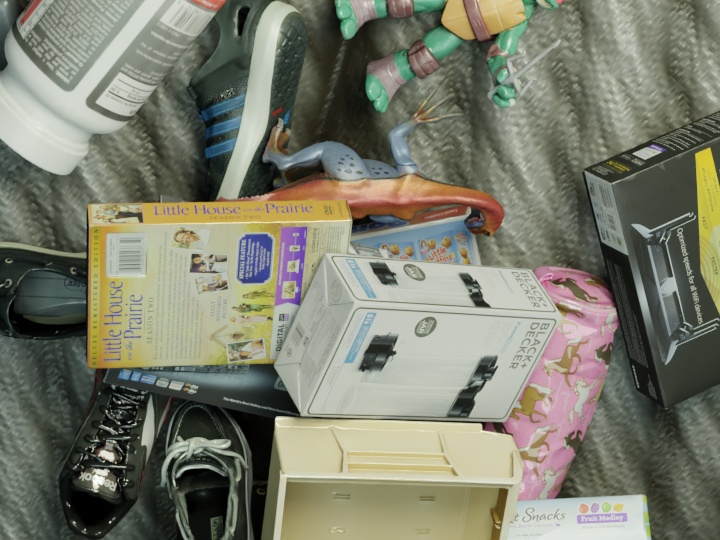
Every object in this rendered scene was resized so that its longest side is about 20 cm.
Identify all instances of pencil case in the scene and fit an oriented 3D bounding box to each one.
[{"bbox_3d":[0.152,0.094,1.719,0.086,0.083,0.201,-6,122,-44],"label":"pencil case"}]

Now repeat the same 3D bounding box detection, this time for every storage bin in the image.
[{"bbox_3d":[0.019,0.225,1.620,0.197,0.094,0.202,3,115,-10],"label":"storage bin"}]

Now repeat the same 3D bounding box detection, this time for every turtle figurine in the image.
[{"bbox_3d":[0.089,-0.197,1.587,0.199,0.101,0.151,-17,97,18],"label":"turtle figurine"}]

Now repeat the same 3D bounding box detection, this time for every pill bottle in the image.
[{"bbox_3d":[-0.199,-0.178,1.589,0.116,0.116,0.200,38,104,-13],"label":"pill bottle"}]

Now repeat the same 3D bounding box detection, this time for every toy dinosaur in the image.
[{"bbox_3d":[0.014,-0.051,1.628,0.180,0.200,0.106,20,137,21],"label":"toy dinosaur"}]

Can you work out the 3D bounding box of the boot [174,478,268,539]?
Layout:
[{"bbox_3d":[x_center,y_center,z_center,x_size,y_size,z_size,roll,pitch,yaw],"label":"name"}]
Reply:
[{"bbox_3d":[-0.065,0.226,1.744,0.198,0.151,0.074,-5,113,4],"label":"boot"}]

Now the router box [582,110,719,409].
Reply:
[{"bbox_3d":[0.274,-0.014,1.652,0.156,0.052,0.201,-22,112,-15],"label":"router box"}]

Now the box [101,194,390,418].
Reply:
[{"bbox_3d":[-0.091,0.036,1.673,0.198,0.050,0.158,14,123,-19],"label":"box"}]

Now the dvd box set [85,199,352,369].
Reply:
[{"bbox_3d":[-0.111,0.012,1.596,0.198,0.030,0.147,-2,130,-9],"label":"dvd box set"}]

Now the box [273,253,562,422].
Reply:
[{"bbox_3d":[0.046,0.054,1.624,0.199,0.060,0.117,5,125,-34],"label":"box"}]

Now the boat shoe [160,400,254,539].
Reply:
[{"bbox_3d":[-0.128,0.167,1.693,0.073,0.200,0.068,-12,133,5],"label":"boat shoe"}]

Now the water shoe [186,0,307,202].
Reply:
[{"bbox_3d":[-0.098,-0.127,1.652,0.079,0.071,0.201,26,115,20],"label":"water shoe"}]

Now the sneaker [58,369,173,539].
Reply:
[{"bbox_3d":[-0.204,0.140,1.743,0.070,0.098,0.202,19,111,-4],"label":"sneaker"}]

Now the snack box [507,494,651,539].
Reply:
[{"bbox_3d":[0.141,0.237,1.754,0.198,0.053,0.142,-3,154,4],"label":"snack box"}]

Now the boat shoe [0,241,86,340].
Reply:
[{"bbox_3d":[-0.272,0.024,1.712,0.197,0.066,0.075,4,113,0],"label":"boat shoe"}]

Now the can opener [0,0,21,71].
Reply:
[{"bbox_3d":[-0.301,-0.124,1.657,0.066,0.053,0.202,4,114,1],"label":"can opener"}]

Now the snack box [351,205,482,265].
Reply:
[{"bbox_3d":[0.000,0.000,1.714,0.198,0.024,0.072,-10,113,7],"label":"snack box"}]
